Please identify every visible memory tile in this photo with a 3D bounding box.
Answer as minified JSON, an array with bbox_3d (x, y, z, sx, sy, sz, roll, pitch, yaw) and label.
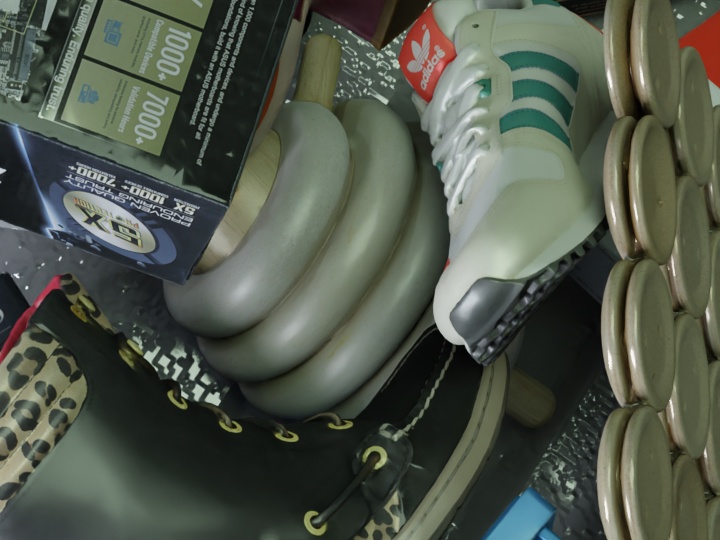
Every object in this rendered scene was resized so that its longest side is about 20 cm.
[{"bbox_3d":[0.107,0.016,0.899,0.017,0.153,0.201,-4,69,20],"label":"memory tile"}]

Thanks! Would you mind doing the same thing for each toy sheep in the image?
[{"bbox_3d":[0.000,0.000,0.987,0.199,0.138,0.139,31,66,-21],"label":"toy sheep"}]

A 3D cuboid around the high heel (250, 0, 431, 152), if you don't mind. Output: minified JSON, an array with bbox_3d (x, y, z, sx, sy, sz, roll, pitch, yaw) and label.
[{"bbox_3d":[-0.057,-0.095,0.933,0.096,0.068,0.200,34,33,16],"label":"high heel"}]

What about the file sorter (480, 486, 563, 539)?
[{"bbox_3d":[0.037,0.203,0.894,0.123,0.139,0.200,38,74,13],"label":"file sorter"}]

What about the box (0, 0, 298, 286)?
[{"bbox_3d":[-0.092,-0.122,0.808,0.163,0.086,0.201,19,70,-7],"label":"box"}]

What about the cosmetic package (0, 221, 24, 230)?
[{"bbox_3d":[-0.173,-0.128,0.946,0.164,0.200,0.166,4,70,-12],"label":"cosmetic package"}]

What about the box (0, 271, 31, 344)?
[{"bbox_3d":[-0.154,0.144,0.902,0.200,0.124,0.197,-34,84,-22],"label":"box"}]

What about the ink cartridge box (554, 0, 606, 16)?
[{"bbox_3d":[0.113,-0.218,1.117,0.164,0.075,0.201,-12,73,-19],"label":"ink cartridge box"}]

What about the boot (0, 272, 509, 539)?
[{"bbox_3d":[-0.048,0.056,0.861,0.150,0.073,0.200,41,58,-7],"label":"boot"}]

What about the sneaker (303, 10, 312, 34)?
[{"bbox_3d":[-0.028,-0.148,1.053,0.071,0.083,0.200,34,68,-1],"label":"sneaker"}]

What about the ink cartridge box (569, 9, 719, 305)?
[{"bbox_3d":[0.169,-0.034,1.042,0.173,0.044,0.200,-35,58,-19],"label":"ink cartridge box"}]

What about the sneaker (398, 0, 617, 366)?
[{"bbox_3d":[0.044,-0.043,0.918,0.093,0.070,0.200,38,33,-2],"label":"sneaker"}]
